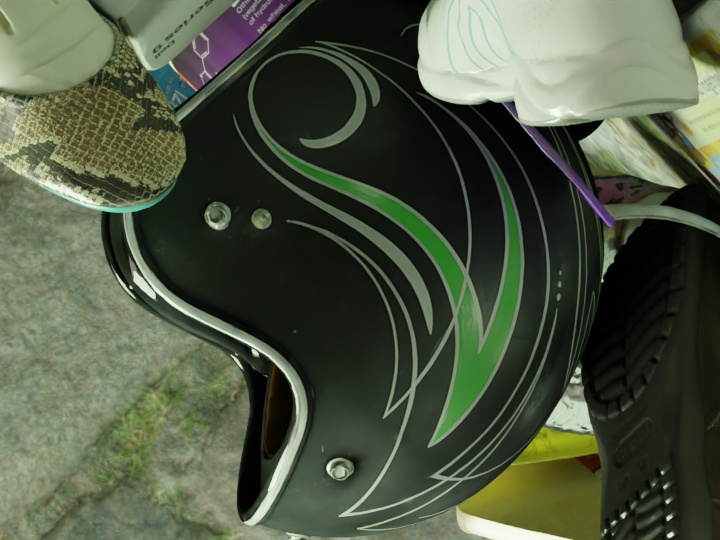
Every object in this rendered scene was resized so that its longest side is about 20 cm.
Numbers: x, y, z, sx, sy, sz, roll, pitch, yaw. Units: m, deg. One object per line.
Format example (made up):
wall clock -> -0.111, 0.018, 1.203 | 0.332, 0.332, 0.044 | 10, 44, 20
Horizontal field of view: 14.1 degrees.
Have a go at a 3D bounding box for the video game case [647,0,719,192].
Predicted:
video game case -> 0.168, -0.017, 0.997 | 0.182, 0.023, 0.200 | 46, 177, -1

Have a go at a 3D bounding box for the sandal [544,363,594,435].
sandal -> 0.136, 0.053, 1.197 | 0.200, 0.048, 0.075 | -3, 122, 40

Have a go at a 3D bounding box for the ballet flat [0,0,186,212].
ballet flat -> -0.135, -0.095, 1.062 | 0.200, 0.068, 0.075 | 42, 154, 41

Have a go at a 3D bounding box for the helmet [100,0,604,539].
helmet -> 0.000, 0.000, 1.139 | 0.191, 0.200, 0.200 | 48, 176, -5

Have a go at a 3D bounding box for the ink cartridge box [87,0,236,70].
ink cartridge box -> -0.100, -0.198, 1.100 | 0.200, 0.146, 0.084 | 45, 175, 10

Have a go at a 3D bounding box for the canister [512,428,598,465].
canister -> 0.082, 0.019, 1.437 | 0.200, 0.148, 0.087 | -138, 41, -68

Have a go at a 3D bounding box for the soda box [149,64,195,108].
soda box -> -0.082, -0.112, 1.594 | 0.068, 0.064, 0.200 | 34, -144, -16

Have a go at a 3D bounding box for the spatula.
spatula -> 0.123, -0.014, 1.084 | 0.200, 0.021, 0.057 | 28, -166, -24

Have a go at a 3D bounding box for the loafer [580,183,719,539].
loafer -> 0.131, 0.058, 1.120 | 0.071, 0.200, 0.073 | 21, 143, -22

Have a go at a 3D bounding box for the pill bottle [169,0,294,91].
pill bottle -> -0.024, -0.111, 1.447 | 0.200, 0.112, 0.112 | 44, 176, 31

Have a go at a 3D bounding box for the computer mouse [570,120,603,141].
computer mouse -> 0.075, -0.103, 1.109 | 0.059, 0.034, 0.200 | 46, 170, 16

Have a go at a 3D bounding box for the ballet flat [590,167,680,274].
ballet flat -> 0.161, 0.019, 1.228 | 0.200, 0.069, 0.071 | 42, 158, 0

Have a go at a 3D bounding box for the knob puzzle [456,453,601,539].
knob puzzle -> 0.137, 0.101, 1.383 | 0.220, 0.219, 0.031 | -140, 41, -58

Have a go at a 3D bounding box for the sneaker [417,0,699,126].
sneaker -> 0.064, -0.095, 0.977 | 0.200, 0.070, 0.080 | -157, 59, -76
